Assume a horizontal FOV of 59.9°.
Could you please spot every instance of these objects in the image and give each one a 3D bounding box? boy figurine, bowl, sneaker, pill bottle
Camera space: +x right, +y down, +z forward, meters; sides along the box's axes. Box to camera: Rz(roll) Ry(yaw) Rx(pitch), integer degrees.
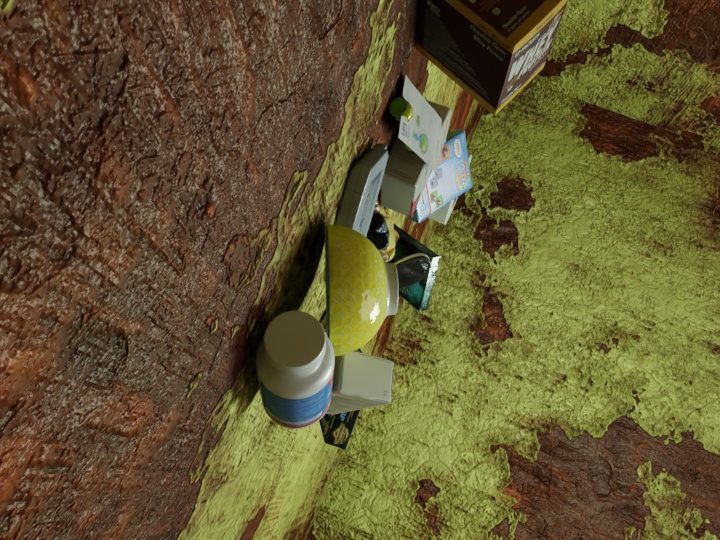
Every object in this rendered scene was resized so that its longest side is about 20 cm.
[{"bbox_3d":[0.040,-0.079,1.291,0.200,0.064,0.126,-8,86,-81],"label":"boy figurine"},{"bbox_3d":[0.001,0.030,0.962,0.200,0.106,0.203,179,-90,-85],"label":"bowl"},{"bbox_3d":[0.064,-0.010,1.382,0.199,0.084,0.122,-30,-139,24],"label":"sneaker"},{"bbox_3d":[-0.092,0.143,0.894,0.201,0.111,0.113,98,16,-58],"label":"pill bottle"}]

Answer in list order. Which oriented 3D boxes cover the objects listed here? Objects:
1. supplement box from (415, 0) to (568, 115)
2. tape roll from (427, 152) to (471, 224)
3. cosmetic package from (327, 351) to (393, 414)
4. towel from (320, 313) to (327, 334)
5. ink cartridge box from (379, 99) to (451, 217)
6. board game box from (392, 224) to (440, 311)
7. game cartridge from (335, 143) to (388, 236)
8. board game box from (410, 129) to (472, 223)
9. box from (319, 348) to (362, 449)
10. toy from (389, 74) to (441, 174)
[{"bbox_3d":[0.206,-0.405,1.019,0.133,0.197,0.200,-44,166,-8],"label":"supplement box"},{"bbox_3d":[0.204,-0.243,1.695,0.203,0.138,0.205,21,90,-81],"label":"tape roll"},{"bbox_3d":[-0.039,0.196,1.074,0.199,0.104,0.072,-27,-129,53],"label":"cosmetic package"},{"bbox_3d":[-0.061,0.124,1.297,0.133,0.034,0.201,101,14,-54],"label":"towel"},{"bbox_3d":[0.114,-0.240,1.331,0.147,0.082,0.202,89,25,-69],"label":"ink cartridge box"},{"bbox_3d":[0.096,-0.017,1.425,0.028,0.200,0.137,-11,124,-35],"label":"board game box"},{"bbox_3d":[-0.004,-0.109,1.086,0.133,0.041,0.202,-49,159,-54],"label":"game cartridge"},{"bbox_3d":[0.185,-0.228,1.503,0.199,0.036,0.153,-33,125,-28],"label":"board game box"},{"bbox_3d":[-0.035,0.244,1.258,0.200,0.046,0.161,-147,-102,-79],"label":"box"},{"bbox_3d":[0.101,-0.269,1.181,0.200,0.047,0.117,25,69,-64],"label":"toy"}]
